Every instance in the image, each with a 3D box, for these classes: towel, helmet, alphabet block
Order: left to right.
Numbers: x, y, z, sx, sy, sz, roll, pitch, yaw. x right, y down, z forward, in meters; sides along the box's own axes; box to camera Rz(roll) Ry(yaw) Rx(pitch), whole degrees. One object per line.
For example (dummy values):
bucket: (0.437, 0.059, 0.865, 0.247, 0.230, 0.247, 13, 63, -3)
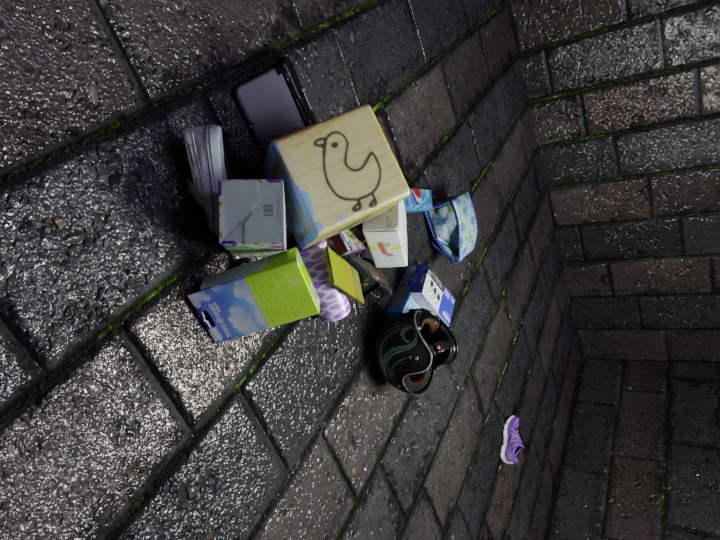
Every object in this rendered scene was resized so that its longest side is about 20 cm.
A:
alphabet block: (-0.054, -0.175, 1.060, 0.200, 0.196, 0.196, -27, 94, -16)
towel: (-0.036, 0.014, 1.195, 0.200, 0.018, 0.086, 41, 34, -67)
helmet: (0.134, 0.213, 1.418, 0.200, 0.191, 0.200, 30, 36, -25)

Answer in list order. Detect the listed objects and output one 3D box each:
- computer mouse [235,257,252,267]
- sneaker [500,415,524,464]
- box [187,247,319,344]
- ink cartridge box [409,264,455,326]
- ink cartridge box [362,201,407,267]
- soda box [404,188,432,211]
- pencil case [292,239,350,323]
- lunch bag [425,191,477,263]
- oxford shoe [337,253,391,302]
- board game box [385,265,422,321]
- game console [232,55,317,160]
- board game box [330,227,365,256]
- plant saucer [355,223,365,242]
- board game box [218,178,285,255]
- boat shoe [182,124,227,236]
computer mouse: (-0.174, 0.047, 1.091, 0.200, 0.044, 0.110, 20, 70, -55)
sneaker: (0.629, 0.693, 2.229, 0.081, 0.083, 0.200, 51, 46, -42)
box: (-0.185, 0.048, 0.965, 0.048, 0.200, 0.122, -99, 171, -58)
ink cartridge box: (0.211, 0.075, 1.578, 0.200, 0.044, 0.094, 48, 51, -44)
ink cartridge box: (0.062, -0.112, 1.294, 0.200, 0.083, 0.145, 67, 23, -65)
soda box: (0.134, -0.199, 1.568, 0.200, 0.068, 0.064, -11, 96, -57)
pencil case: (-0.086, 0.017, 1.203, 0.086, 0.084, 0.200, -101, 174, -68)
lunch bag: (0.306, -0.137, 1.776, 0.170, 0.127, 0.200, -33, 104, -54)
oxford shoe: (0.000, 0.000, 1.358, 0.200, 0.073, 0.084, 44, 28, -43)
board game box: (0.165, 0.122, 1.595, 0.200, 0.056, 0.196, 62, 40, -32)
game console: (-0.168, -0.329, 1.162, 0.176, 0.116, 0.200, -97, 166, -60)
board game box: (-0.060, -0.129, 1.215, 0.200, 0.032, 0.120, 64, 23, 4)
plant saucer: (-0.004, -0.164, 1.382, 0.200, 0.035, 0.200, 8, 80, -56)
board game box: (-0.182, -0.085, 0.945, 0.200, 0.103, 0.105, 149, -60, -82)
boat shoe: (-0.268, -0.155, 0.950, 0.074, 0.067, 0.200, -103, -166, -64)
